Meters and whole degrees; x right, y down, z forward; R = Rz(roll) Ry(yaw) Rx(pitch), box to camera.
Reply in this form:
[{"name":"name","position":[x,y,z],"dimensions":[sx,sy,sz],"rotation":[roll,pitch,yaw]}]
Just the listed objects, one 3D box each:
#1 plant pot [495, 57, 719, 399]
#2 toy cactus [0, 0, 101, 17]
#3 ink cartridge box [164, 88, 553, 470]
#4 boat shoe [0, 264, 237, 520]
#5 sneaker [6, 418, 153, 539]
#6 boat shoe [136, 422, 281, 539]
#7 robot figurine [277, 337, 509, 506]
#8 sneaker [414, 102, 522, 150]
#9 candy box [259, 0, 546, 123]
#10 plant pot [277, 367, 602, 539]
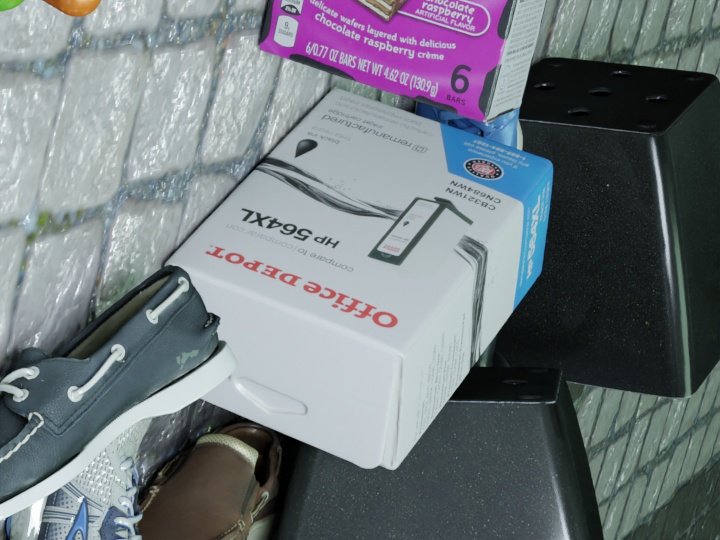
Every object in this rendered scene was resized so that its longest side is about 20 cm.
[{"name":"plant pot","position":[0.168,-0.043,1.784],"dimensions":[0.199,0.199,0.179],"rotation":[-40,132,-56]},{"name":"toy cactus","position":[-0.180,-0.093,0.887],"dimensions":[0.201,0.102,0.165],"rotation":[-61,152,-1]},{"name":"ink cartridge box","position":[0.000,0.000,1.383],"dimensions":[0.200,0.145,0.085],"rotation":[-50,154,-48]},{"name":"boat shoe","position":[-0.142,0.062,1.180],"dimensions":[0.200,0.075,0.061],"rotation":[-36,104,-46]},{"name":"sneaker","position":[-0.131,0.141,1.247],"dimensions":[0.201,0.085,0.077],"rotation":[-67,162,-12]},{"name":"boat shoe","position":[-0.088,0.124,1.383],"dimensions":[0.202,0.074,0.075],"rotation":[-42,149,-78]},{"name":"robot figurine","position":[0.028,0.106,1.602],"dimensions":[0.125,0.149,0.201],"rotation":[-56,160,-71]},{"name":"sneaker","position":[0.064,-0.120,1.551],"dimensions":[0.111,0.076,0.202],"rotation":[-18,122,-75]},{"name":"candy box","position":[0.037,-0.193,1.310],"dimensions":[0.061,0.136,0.201],"rotation":[-28,134,-65]},{"name":"plant pot","position":[0.048,0.151,1.451],"dimensions":[0.200,0.198,0.179],"rotation":[-43,135,-81]}]
